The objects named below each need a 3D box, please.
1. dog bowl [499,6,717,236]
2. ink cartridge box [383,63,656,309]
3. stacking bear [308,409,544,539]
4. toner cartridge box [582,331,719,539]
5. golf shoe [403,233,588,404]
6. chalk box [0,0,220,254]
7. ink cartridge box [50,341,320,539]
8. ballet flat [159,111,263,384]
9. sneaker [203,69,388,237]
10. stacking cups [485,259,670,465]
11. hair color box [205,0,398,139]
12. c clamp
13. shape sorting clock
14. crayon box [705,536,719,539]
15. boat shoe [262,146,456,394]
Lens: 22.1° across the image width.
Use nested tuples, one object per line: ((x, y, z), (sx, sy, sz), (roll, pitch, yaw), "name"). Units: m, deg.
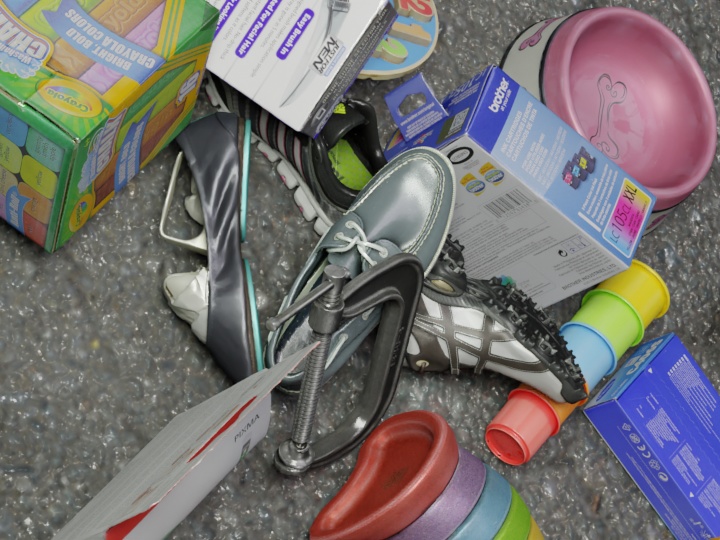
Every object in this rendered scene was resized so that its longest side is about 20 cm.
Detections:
((0.210, -0.127, 1.513), (0.199, 0.074, 0.201), (12, 67, -30), "dog bowl")
((0.100, -0.065, 1.377), (0.200, 0.136, 0.077), (36, 55, -19), "ink cartridge box")
((0.082, 0.206, 1.293), (0.200, 0.114, 0.122), (47, 54, -17), "stacking bear")
((0.271, 0.159, 1.472), (0.095, 0.043, 0.200), (-41, 98, -37), "toner cartridge box")
((0.077, 0.046, 1.360), (0.200, 0.095, 0.078), (38, 19, -9), "golf shoe")
((-0.203, -0.108, 1.179), (0.124, 0.125, 0.200), (35, 55, 7), "chalk box")
((-0.107, 0.130, 1.130), (0.050, 0.200, 0.161), (51, 54, -8), "ink cartridge box")
((-0.105, -0.011, 1.272), (0.073, 0.073, 0.201), (3, 78, -33), "ballet flat")
((-0.036, -0.111, 1.333), (0.074, 0.087, 0.200), (-41, 97, -36), "sneaker")
((0.163, 0.069, 1.425), (0.200, 0.060, 0.061), (-42, 98, -34), "stacking cups")
((-0.086, -0.192, 1.273), (0.200, 0.065, 0.109), (36, 94, 10), "hair color box")
((-0.019, 0.066, 1.236), (0.027, 0.201, 0.171), (31, 45, 25), "c clamp")
((-0.028, -0.221, 1.379), (0.199, 0.039, 0.200), (24, 40, -22), "shape sorting clock")
((0.192, 0.284, 1.326), (0.058, 0.119, 0.200), (52, 53, -7), "crayon box")
((0.000, 0.000, 1.270), (0.073, 0.062, 0.200), (36, 90, 8), "boat shoe")
